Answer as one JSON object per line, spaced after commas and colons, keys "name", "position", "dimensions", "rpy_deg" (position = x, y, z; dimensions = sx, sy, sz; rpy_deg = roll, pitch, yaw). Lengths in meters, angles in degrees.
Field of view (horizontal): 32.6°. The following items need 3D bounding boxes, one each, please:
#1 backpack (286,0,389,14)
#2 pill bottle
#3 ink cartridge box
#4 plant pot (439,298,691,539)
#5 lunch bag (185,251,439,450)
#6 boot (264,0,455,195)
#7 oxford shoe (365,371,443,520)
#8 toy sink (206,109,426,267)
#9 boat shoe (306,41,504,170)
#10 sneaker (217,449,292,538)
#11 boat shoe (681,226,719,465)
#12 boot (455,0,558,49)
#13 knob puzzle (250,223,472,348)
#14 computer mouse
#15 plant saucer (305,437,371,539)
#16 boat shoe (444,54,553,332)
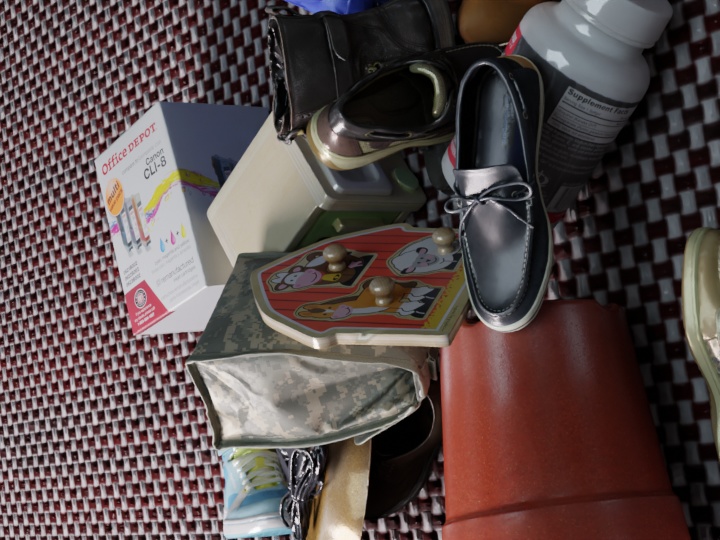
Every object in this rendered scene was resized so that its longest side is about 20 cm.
{"name": "backpack", "position": [-0.008, -0.323, 1.080], "dimensions": [0.162, 0.167, 0.202], "rpy_deg": [31, 108, 36]}
{"name": "pill bottle", "position": [0.154, -0.136, 0.955], "dimensions": [0.111, 0.110, 0.201], "rpy_deg": [51, 126, 32]}
{"name": "ink cartridge box", "position": [-0.165, -0.054, 1.274], "dimensions": [0.145, 0.144, 0.202], "rpy_deg": [-30, 70, 44]}
{"name": "plant pot", "position": [0.144, 0.134, 0.935], "dimensions": [0.200, 0.199, 0.197], "rpy_deg": [-22, 68, 45]}
{"name": "lunch bag", "position": [-0.022, 0.061, 1.039], "dimensions": [0.198, 0.165, 0.119], "rpy_deg": [-5, 123, 16]}
{"name": "boot", "position": [0.003, -0.141, 1.046], "dimensions": [0.069, 0.173, 0.202], "rpy_deg": [16, 123, 59]}
{"name": "oxford shoe", "position": [0.028, 0.161, 1.125], "dimensions": [0.073, 0.084, 0.201], "rpy_deg": [52, 129, 28]}
{"name": "toy sink", "position": [-0.028, -0.077, 1.139], "dimensions": [0.200, 0.130, 0.113], "rpy_deg": [-51, 58, 34]}
{"name": "boat shoe", "position": [0.051, -0.137, 0.986], "dimensions": [0.074, 0.199, 0.065], "rpy_deg": [60, 152, 1]}
{"name": "sneaker", "position": [-0.106, 0.198, 1.234], "dimensions": [0.200, 0.079, 0.132], "rpy_deg": [157, 111, -73]}
{"name": "boat shoe", "position": [0.278, 0.065, 0.869], "dimensions": [0.062, 0.073, 0.202], "rpy_deg": [-13, 94, 40]}
{"name": "boot", "position": [0.108, -0.243, 0.965], "dimensions": [0.199, 0.154, 0.074], "rpy_deg": [-33, 69, 43]}
{"name": "knob puzzle", "position": [0.000, 0.000, 0.985], "dimensions": [0.219, 0.219, 0.031], "rpy_deg": [18, 128, 45]}
{"name": "computer mouse", "position": [-0.063, 0.134, 1.141], "dimensions": [0.201, 0.052, 0.139], "rpy_deg": [-91, 10, -46]}
{"name": "plant saucer", "position": [-0.024, 0.190, 1.136], "dimensions": [0.200, 0.035, 0.203], "rpy_deg": [-173, 90, -83]}
{"name": "boat shoe", "position": [0.097, -0.057, 0.881], "dimensions": [0.074, 0.062, 0.202], "rpy_deg": [-1, 86, 34]}
